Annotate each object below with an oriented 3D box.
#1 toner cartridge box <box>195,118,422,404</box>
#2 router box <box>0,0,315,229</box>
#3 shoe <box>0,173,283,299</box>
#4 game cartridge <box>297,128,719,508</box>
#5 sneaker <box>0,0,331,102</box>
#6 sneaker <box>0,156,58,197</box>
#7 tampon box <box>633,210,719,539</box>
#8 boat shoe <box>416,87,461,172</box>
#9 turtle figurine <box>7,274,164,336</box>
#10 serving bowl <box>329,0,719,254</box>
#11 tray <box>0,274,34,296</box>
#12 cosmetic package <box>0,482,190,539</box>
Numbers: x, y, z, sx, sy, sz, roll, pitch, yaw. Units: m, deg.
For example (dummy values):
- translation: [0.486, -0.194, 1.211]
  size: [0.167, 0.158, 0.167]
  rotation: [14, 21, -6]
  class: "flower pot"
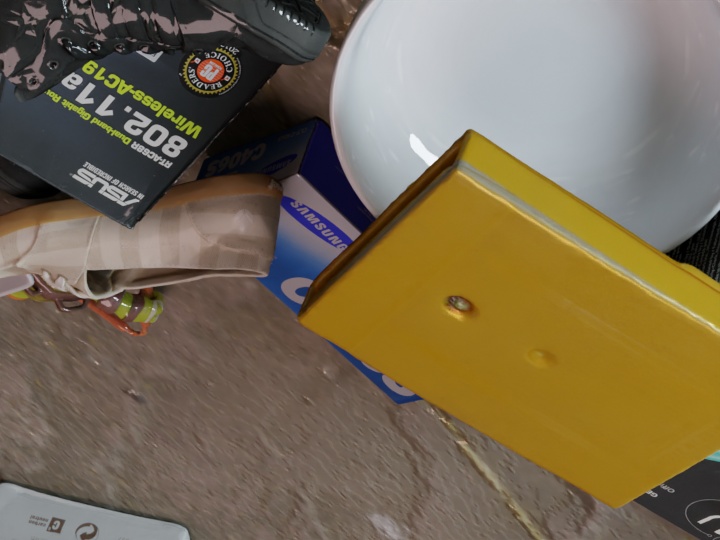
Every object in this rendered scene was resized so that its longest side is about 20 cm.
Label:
- translation: [0.000, 0.000, 1.179]
  size: [0.095, 0.043, 0.200]
  rotation: [-17, 132, 40]
  class: "toner cartridge box"
- translation: [-0.143, -0.128, 0.964]
  size: [0.200, 0.062, 0.150]
  rotation: [31, 118, -28]
  class: "router box"
- translation: [-0.134, -0.011, 1.109]
  size: [0.199, 0.054, 0.070]
  rotation: [-9, 171, 25]
  class: "shoe"
- translation: [0.090, 0.030, 0.972]
  size: [0.199, 0.033, 0.176]
  rotation: [30, 146, -12]
  class: "game cartridge"
- translation: [-0.121, -0.116, 0.892]
  size: [0.199, 0.060, 0.104]
  rotation: [28, 111, -12]
  class: "sneaker"
- translation: [-0.174, -0.120, 1.059]
  size: [0.104, 0.060, 0.200]
  rotation: [-1, 130, 30]
  class: "sneaker"
- translation: [0.210, 0.039, 1.049]
  size: [0.149, 0.127, 0.200]
  rotation: [31, 146, -14]
  class: "tampon box"
- translation: [0.055, -0.033, 1.086]
  size: [0.073, 0.076, 0.201]
  rotation: [-19, 132, -13]
  class: "boat shoe"
- translation: [-0.187, -0.015, 1.234]
  size: [0.200, 0.065, 0.161]
  rotation: [36, 144, -23]
  class: "turtle figurine"
- translation: [0.086, -0.090, 0.958]
  size: [0.199, 0.066, 0.201]
  rotation: [1, 128, 2]
  class: "serving bowl"
- translation: [-0.272, -0.067, 1.193]
  size: [0.107, 0.022, 0.201]
  rotation: [-15, 114, 42]
  class: "tray"
- translation: [-0.229, 0.303, 1.628]
  size: [0.166, 0.167, 0.200]
  rotation: [12, 146, 11]
  class: "cosmetic package"
